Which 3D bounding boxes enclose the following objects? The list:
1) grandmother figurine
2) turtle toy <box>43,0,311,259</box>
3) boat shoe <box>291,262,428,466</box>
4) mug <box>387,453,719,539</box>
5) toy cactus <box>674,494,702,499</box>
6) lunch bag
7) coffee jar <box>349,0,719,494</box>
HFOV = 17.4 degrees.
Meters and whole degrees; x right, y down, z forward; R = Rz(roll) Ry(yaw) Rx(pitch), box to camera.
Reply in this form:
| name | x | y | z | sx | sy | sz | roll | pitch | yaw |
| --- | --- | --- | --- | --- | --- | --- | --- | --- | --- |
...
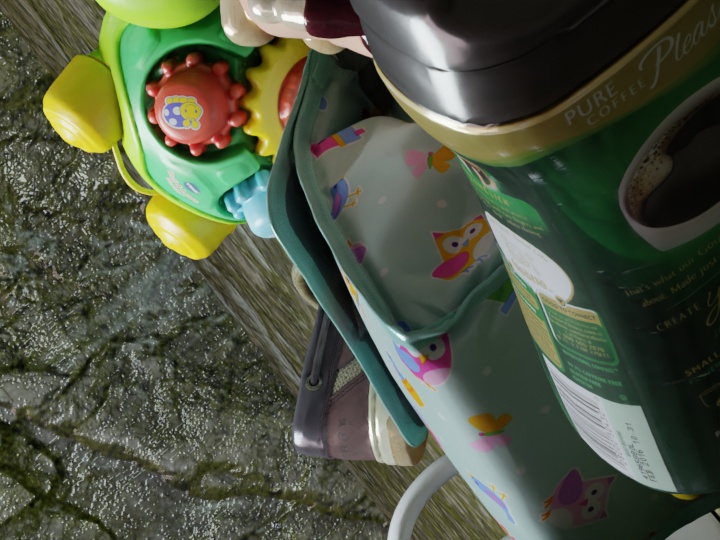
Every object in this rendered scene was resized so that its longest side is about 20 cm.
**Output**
| name | x | y | z | sx | sy | sz | roll | pitch | yaw |
| --- | --- | --- | --- | --- | --- | --- | --- | --- | --- |
| grandmother figurine | 0.018 | -0.091 | 0.821 | 0.200 | 0.120 | 0.061 | 19 | 112 | 57 |
| turtle toy | -0.056 | -0.095 | 0.997 | 0.101 | 0.146 | 0.200 | 22 | 160 | 49 |
| boat shoe | 0.000 | 0.000 | 1.075 | 0.072 | 0.064 | 0.201 | 80 | -171 | -54 |
| mug | 0.100 | 0.180 | 1.226 | 0.200 | 0.175 | 0.148 | 51 | 172 | 7 |
| toy cactus | 0.136 | 0.051 | 0.785 | 0.166 | 0.102 | 0.200 | 62 | -177 | 3 |
| lunch bag | 0.050 | 0.005 | 0.931 | 0.171 | 0.122 | 0.200 | 57 | 176 | -39 |
| coffee jar | 0.074 | -0.036 | 0.645 | 0.085 | 0.104 | 0.201 | 39 | 165 | 47 |
